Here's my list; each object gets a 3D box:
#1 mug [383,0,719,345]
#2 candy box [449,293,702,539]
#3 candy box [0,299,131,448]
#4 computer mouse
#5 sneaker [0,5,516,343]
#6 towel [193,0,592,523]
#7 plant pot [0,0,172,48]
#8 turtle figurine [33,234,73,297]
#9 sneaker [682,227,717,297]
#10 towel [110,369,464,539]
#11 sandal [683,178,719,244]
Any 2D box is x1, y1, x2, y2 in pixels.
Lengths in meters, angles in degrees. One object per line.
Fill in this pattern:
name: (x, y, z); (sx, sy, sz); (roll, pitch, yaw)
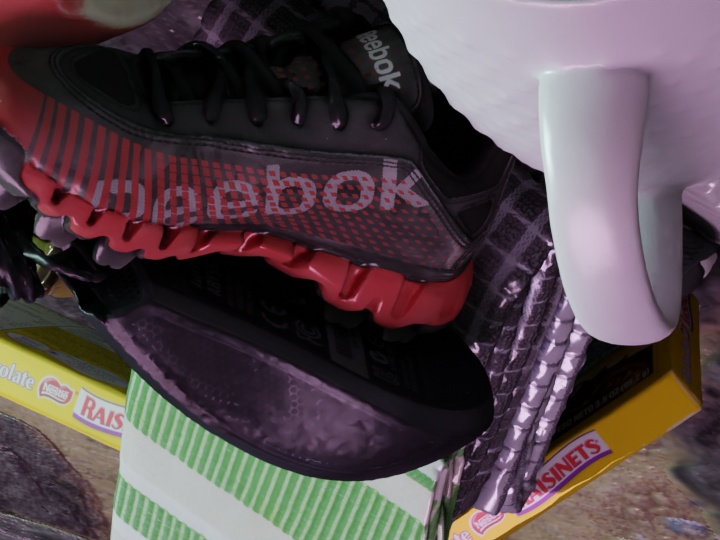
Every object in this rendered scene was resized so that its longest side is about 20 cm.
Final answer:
mug: (0.075, -0.077, 0.796); (0.147, 0.201, 0.175); (-3, 157, 12)
candy box: (0.055, 0.080, 1.143); (0.200, 0.102, 0.026); (-35, 104, 18)
candy box: (-0.106, 0.050, 1.156); (0.199, 0.026, 0.102); (23, -175, 20)
computer mouse: (-0.051, 0.017, 0.911); (0.200, 0.139, 0.053); (27, 113, -14)
sneaker: (-0.033, -0.044, 0.860); (0.200, 0.071, 0.098); (16, 124, -32)
towel: (0.000, 0.000, 1.025); (0.165, 0.086, 0.200); (37, 136, 19)
plant pot: (-0.158, -0.134, 0.885); (0.177, 0.201, 0.200); (-6, 147, 27)
turtle figurine: (-0.130, -0.013, 1.250); (0.161, 0.065, 0.200); (25, 155, -11)
sneaker: (0.070, 0.012, 1.089); (0.074, 0.085, 0.200); (31, 166, -19)
towel: (-0.033, 0.105, 1.045); (0.152, 0.023, 0.200); (32, 134, 25)
sandal: (0.120, -0.052, 0.984); (0.082, 0.050, 0.203); (34, 178, 20)
